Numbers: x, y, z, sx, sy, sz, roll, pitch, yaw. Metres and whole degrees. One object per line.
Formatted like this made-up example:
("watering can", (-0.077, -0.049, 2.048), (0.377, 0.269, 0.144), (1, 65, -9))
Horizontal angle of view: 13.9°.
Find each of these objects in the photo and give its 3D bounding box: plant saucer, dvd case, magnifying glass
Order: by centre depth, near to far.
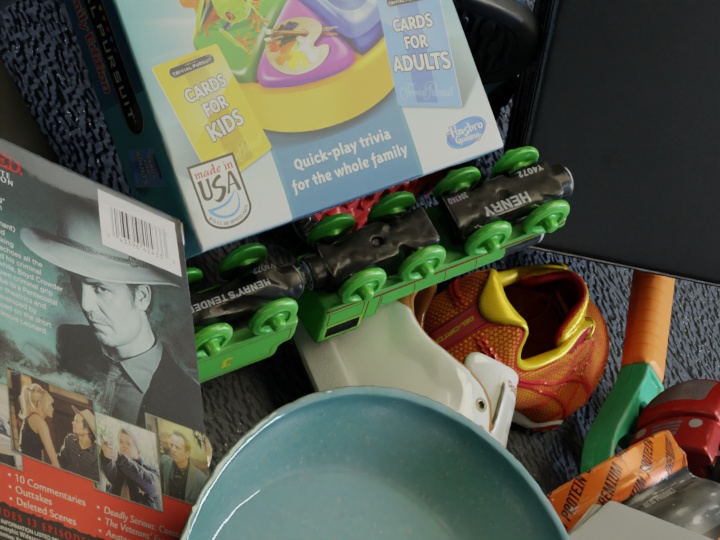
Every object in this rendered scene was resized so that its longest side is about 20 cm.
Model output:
("plant saucer", (0.003, 0.142, 1.057), (0.200, 0.036, 0.200), (13, 68, -37))
("dvd case", (-0.113, 0.042, 1.060), (0.146, 0.022, 0.200), (24, 46, -39))
("magnifying glass", (0.137, 0.068, 1.452), (0.080, 0.022, 0.200), (54, 33, -40))

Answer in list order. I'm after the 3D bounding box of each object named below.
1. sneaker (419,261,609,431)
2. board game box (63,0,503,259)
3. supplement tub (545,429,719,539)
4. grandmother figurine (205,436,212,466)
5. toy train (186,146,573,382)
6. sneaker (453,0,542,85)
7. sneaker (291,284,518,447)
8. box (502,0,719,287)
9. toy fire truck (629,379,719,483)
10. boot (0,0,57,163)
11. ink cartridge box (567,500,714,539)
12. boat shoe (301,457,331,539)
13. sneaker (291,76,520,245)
("sneaker", (0.086, 0.032, 1.396), (0.073, 0.077, 0.200), (61, 20, 9))
("board game box", (-0.044, -0.119, 1.206), (0.151, 0.047, 0.200), (-20, 91, -30))
("supplement tub", (0.144, 0.179, 1.295), (0.122, 0.122, 0.200), (-16, 73, -58))
("grandmother figurine", (-0.147, 0.030, 1.100), (0.200, 0.061, 0.121), (33, 10, -29))
("toy train", (0.000, 0.000, 1.242), (0.200, 0.056, 0.042), (-20, 65, -21))
("sneaker", (-0.013, -0.139, 1.354), (0.200, 0.066, 0.079), (11, 47, 2))
("sneaker", (0.040, 0.086, 1.259), (0.073, 0.085, 0.200), (74, -7, -71))
("box", (0.143, -0.108, 1.418), (0.123, 0.200, 0.198), (11, 9, 1))
("toy fire truck", (0.203, 0.115, 1.474), (0.200, 0.049, 0.141), (59, 35, -29))
("boot", (-0.123, -0.114, 1.125), (0.165, 0.200, 0.066), (42, 33, -21))
("ink cartridge box", (0.155, 0.197, 1.177), (0.200, 0.146, 0.083), (20, 16, 17))
("boat shoe", (0.016, 0.160, 1.118), (0.202, 0.065, 0.074), (58, 37, -3))
("sneaker", (-0.006, -0.072, 1.399), (0.095, 0.079, 0.200), (38, 27, 10))
